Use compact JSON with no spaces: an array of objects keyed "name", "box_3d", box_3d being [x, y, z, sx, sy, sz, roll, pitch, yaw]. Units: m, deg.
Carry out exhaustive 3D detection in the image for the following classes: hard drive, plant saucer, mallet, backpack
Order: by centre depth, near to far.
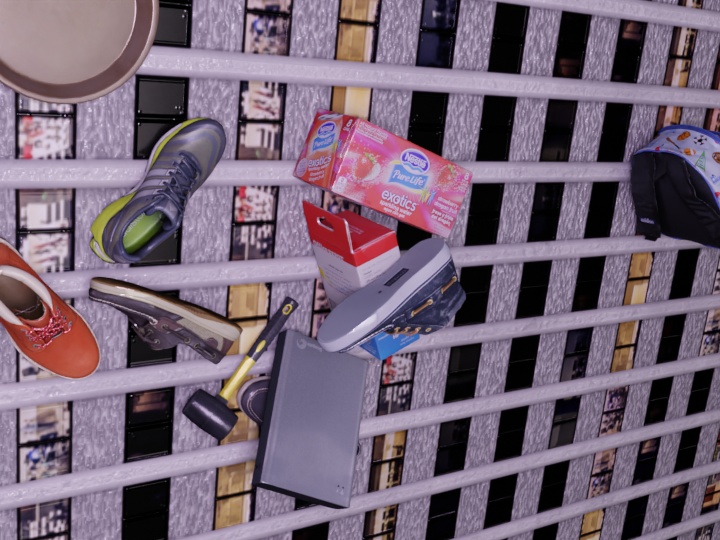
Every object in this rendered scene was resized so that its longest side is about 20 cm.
[{"name":"plant saucer","box_3d":[-0.301,-0.268,0.881,0.200,0.029,0.200,-12,112,-30]},{"name":"mallet","box_3d":[-0.151,0.112,1.111,0.066,0.041,0.200,30,75,-8]},{"name":"hard drive","box_3d":[-0.061,0.192,1.137,0.140,0.033,0.200,26,59,-33]},{"name":"backpack","box_3d":[0.530,-0.140,1.398,0.154,0.200,0.191,-49,120,-16]}]

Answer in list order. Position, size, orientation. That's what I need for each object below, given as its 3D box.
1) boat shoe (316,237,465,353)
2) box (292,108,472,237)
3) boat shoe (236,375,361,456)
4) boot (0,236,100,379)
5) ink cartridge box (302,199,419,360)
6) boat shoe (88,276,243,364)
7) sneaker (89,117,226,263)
[{"name":"boat shoe","box_3d":[0.045,0.054,1.053,0.200,0.071,0.091,-38,119,-19]},{"name":"box","box_3d":[0.030,-0.121,1.112,0.200,0.100,0.096,19,95,-36]},{"name":"boat shoe","box_3d":[-0.075,0.200,1.173,0.200,0.063,0.073,34,88,-36]},{"name":"boot","box_3d":[-0.335,0.056,0.922,0.075,0.107,0.200,-44,127,-16]},{"name":"ink cartridge box","box_3d":[0.000,0.000,1.122,0.067,0.116,0.200,-27,120,-23]},{"name":"boat shoe","box_3d":[-0.226,0.062,1.018,0.200,0.073,0.065,24,86,-37]},{"name":"sneaker","box_3d":[-0.211,-0.082,0.973,0.074,0.081,0.200,41,82,-37]}]
